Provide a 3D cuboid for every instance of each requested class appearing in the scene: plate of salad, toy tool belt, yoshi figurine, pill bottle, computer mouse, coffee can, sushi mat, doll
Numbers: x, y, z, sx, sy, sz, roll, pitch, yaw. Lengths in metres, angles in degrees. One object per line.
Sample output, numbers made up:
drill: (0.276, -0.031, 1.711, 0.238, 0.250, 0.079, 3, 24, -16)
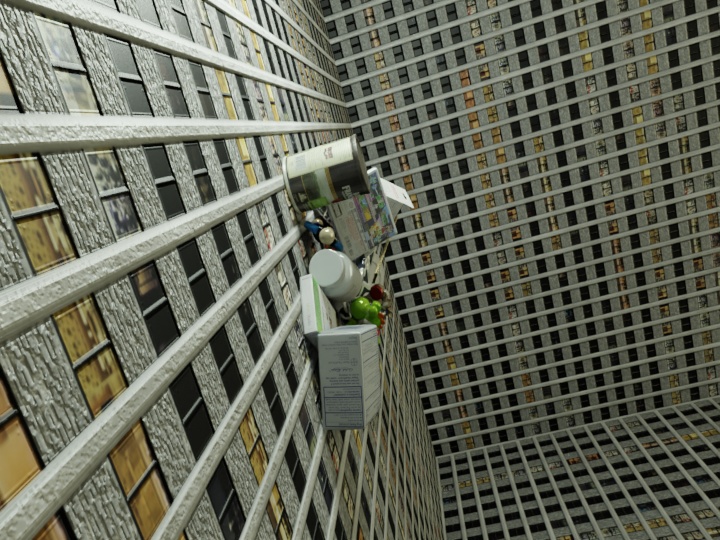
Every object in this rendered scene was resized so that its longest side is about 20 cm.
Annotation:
plate of salad: (0.006, 0.034, 1.743, 0.196, 0.047, 0.208, -14, 109, -46)
toy tool belt: (0.044, 0.115, 1.674, 0.122, 0.123, 0.205, -33, 149, -57)
yoshi figurine: (0.005, 0.146, 1.545, 0.203, 0.108, 0.115, 107, -22, -48)
pill bottle: (-0.065, 0.012, 1.371, 0.200, 0.110, 0.119, 45, 32, -75)
computer mouse: (-0.053, 0.106, 1.574, 0.201, 0.042, 0.113, 70, 11, -66)
coffee can: (-0.084, -0.243, 1.356, 0.146, 0.193, 0.152, -14, 90, -81)
sushi mat: (0.074, -0.064, 1.612, 0.096, 0.012, 0.205, 102, 7, -68)
doll: (-0.097, -0.094, 1.378, 0.134, 0.049, 0.200, 34, 3, -13)

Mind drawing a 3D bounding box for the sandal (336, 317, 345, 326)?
sandal: (-0.034, 0.197, 1.442, 0.214, 0.067, 0.080, -89, 163, -62)

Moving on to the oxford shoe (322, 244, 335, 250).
oxford shoe: (-0.084, -0.052, 1.580, 0.074, 0.070, 0.201, 58, -3, 20)

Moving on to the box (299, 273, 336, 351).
box: (-0.094, 0.122, 1.272, 0.202, 0.035, 0.149, 67, 12, -57)

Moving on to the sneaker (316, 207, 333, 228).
sneaker: (-0.091, -0.137, 1.626, 0.198, 0.115, 0.077, 39, 47, -17)

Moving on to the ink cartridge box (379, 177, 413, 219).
ink cartridge box: (0.054, -0.223, 1.592, 0.195, 0.069, 0.117, 20, 31, -27)

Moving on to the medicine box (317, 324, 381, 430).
medicine box: (-0.021, 0.234, 1.210, 0.182, 0.099, 0.208, 5, 82, -77)

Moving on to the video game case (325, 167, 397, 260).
video game case: (0.002, -0.155, 1.496, 0.023, 0.179, 0.205, 25, -39, 58)

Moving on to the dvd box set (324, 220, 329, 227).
dvd box set: (-0.014, -0.148, 1.706, 0.029, 0.193, 0.152, -56, 132, -80)

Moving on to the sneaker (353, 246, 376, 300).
sneaker: (0.000, 0.000, 1.581, 0.132, 0.076, 0.203, 91, 10, -49)
